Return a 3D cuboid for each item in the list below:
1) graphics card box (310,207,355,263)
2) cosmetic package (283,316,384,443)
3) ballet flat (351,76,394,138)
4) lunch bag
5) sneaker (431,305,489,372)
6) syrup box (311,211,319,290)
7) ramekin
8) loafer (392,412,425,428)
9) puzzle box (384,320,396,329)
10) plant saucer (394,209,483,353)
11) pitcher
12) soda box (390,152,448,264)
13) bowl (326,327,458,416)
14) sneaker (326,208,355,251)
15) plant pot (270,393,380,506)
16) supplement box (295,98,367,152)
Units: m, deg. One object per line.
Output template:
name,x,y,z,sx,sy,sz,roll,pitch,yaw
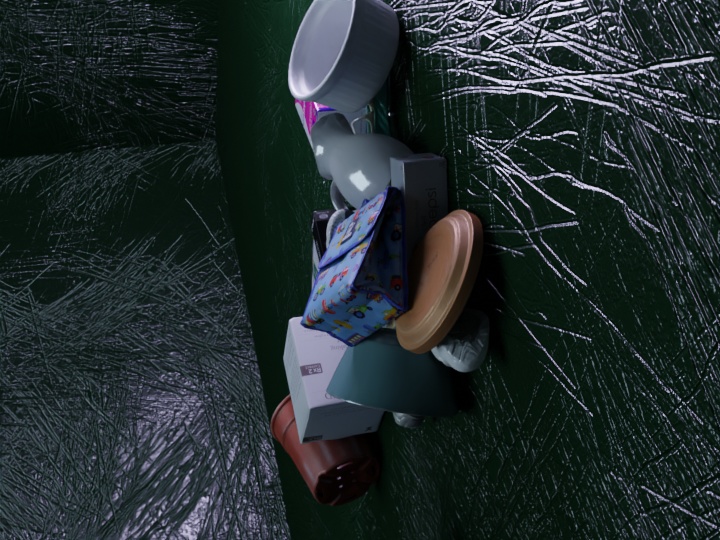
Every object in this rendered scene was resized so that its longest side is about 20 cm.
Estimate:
graphics card box,-0.009,-0.017,1.706,0.051,0.124,0.201,106,153,-60
cosmetic package,-0.052,0.210,1.914,0.165,0.163,0.201,104,154,-55
ballet flat,0.018,-0.261,1.588,0.067,0.070,0.202,-178,82,-77
lunch bag,0.004,-0.017,1.374,0.150,0.094,0.201,-38,35,50
sneaker,0.132,0.096,1.319,0.200,0.077,0.100,-105,7,-66
syrup box,-0.053,-0.018,1.980,0.079,0.081,0.201,-114,23,-53
ramekin,-0.024,-0.348,1.528,0.200,0.097,0.202,-35,46,47
loafer,0.073,0.166,1.601,0.201,0.069,0.070,-109,35,-44
puzzle box,0.056,0.075,1.561,0.133,0.025,0.201,-120,46,-58
plant saucer,0.097,0.011,1.287,0.201,0.032,0.201,-55,21,33
pitcher,0.010,-0.139,1.520,0.200,0.121,0.173,35,141,44
soda box,0.087,-0.066,1.406,0.064,0.068,0.202,-139,44,-69
bowl,0.054,0.143,1.431,0.201,0.199,0.106,-171,90,-76
sneaker,-0.013,-0.008,1.569,0.200,0.079,0.130,66,173,-15
plant pot,-0.062,0.368,2.017,0.196,0.199,0.202,-123,28,-43
supplement box,-0.055,-0.306,1.806,0.201,0.102,0.102,-110,18,-50
